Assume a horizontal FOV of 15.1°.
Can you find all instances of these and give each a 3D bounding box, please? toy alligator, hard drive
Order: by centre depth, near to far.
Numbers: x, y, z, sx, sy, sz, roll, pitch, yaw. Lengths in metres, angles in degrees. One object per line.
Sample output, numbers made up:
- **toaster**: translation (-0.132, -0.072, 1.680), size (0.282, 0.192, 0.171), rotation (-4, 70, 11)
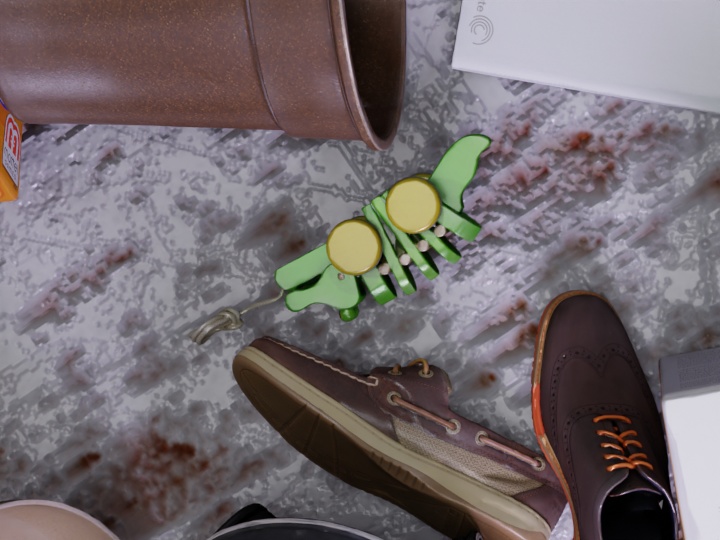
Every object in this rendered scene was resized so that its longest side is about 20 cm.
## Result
- **hard drive**: translation (0.158, -0.158, 1.480), size (0.200, 0.027, 0.132), rotation (10, 94, 7)
- **toy alligator**: translation (0.000, 0.000, 1.492), size (0.200, 0.059, 0.054), rotation (-36, 89, 8)

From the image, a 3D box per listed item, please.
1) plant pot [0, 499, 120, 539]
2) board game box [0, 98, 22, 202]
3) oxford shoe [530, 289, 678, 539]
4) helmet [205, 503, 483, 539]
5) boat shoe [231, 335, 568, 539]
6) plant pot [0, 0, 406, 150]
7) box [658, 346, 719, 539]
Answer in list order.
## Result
- **plant pot**: translation (-0.223, 0.225, 1.486), size (0.134, 0.200, 0.201), rotation (-4, 93, 43)
- **board game box**: translation (-0.294, -0.160, 1.417), size (0.200, 0.200, 0.200), rotation (-3, 66, 8)
- **oxford shoe**: translation (0.140, 0.101, 1.455), size (0.071, 0.073, 0.200), rotation (-7, 75, -15)
- **helmet**: translation (-0.018, 0.213, 1.429), size (0.200, 0.191, 0.200), rotation (3, 103, 15)
- **boat shoe**: translation (0.026, 0.085, 1.497), size (0.200, 0.072, 0.072), rotation (30, 66, 5)
- **plant pot**: translation (-0.088, -0.157, 1.431), size (0.198, 0.200, 0.201), rotation (-3, 93, 11)
- **box**: translation (0.217, 0.118, 1.401), size (0.106, 0.200, 0.153), rotation (-10, 92, 6)
